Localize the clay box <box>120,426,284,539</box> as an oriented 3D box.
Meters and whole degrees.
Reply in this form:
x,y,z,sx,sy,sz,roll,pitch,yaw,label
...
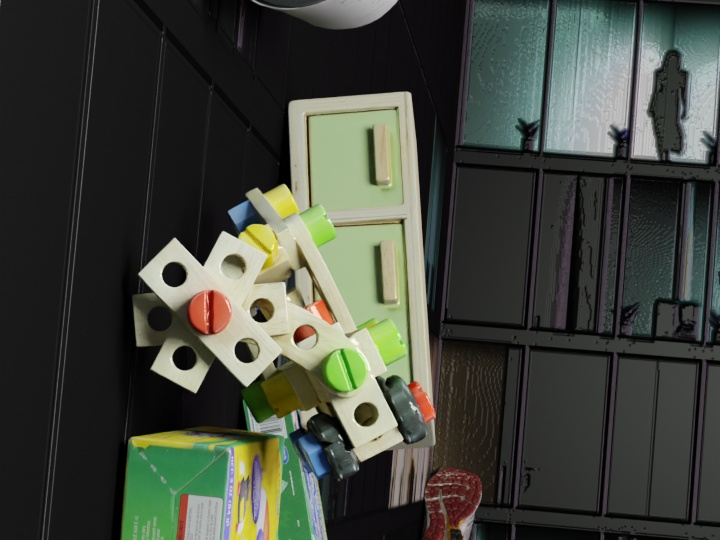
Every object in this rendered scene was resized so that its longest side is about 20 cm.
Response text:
x,y,z,sx,sy,sz,roll,pitch,yaw,label
-0.067,0.129,0.931,0.200,0.047,0.116,21,73,-83,clay box

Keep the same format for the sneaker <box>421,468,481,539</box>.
x,y,z,sx,sy,sz,roll,pitch,yaw,label
0.115,0.357,2.886,0.082,0.077,0.201,94,13,-49,sneaker

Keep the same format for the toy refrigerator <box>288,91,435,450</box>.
x,y,z,sx,sy,sz,roll,pitch,yaw,label
0.000,0.000,1.227,0.070,0.075,0.201,78,9,-68,toy refrigerator

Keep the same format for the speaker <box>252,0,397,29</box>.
x,y,z,sx,sy,sz,roll,pitch,yaw,label
-0.020,-0.162,1.028,0.200,0.081,0.082,-34,129,-82,speaker

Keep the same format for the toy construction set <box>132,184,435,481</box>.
x,y,z,sx,sy,sz,roll,pitch,yaw,label
-0.030,0.025,0.903,0.132,0.092,0.200,63,8,0,toy construction set

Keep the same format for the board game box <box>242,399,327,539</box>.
x,y,z,sx,sy,sz,roll,pitch,yaw,label
-0.031,0.182,1.181,0.135,0.029,0.201,80,0,-72,board game box
